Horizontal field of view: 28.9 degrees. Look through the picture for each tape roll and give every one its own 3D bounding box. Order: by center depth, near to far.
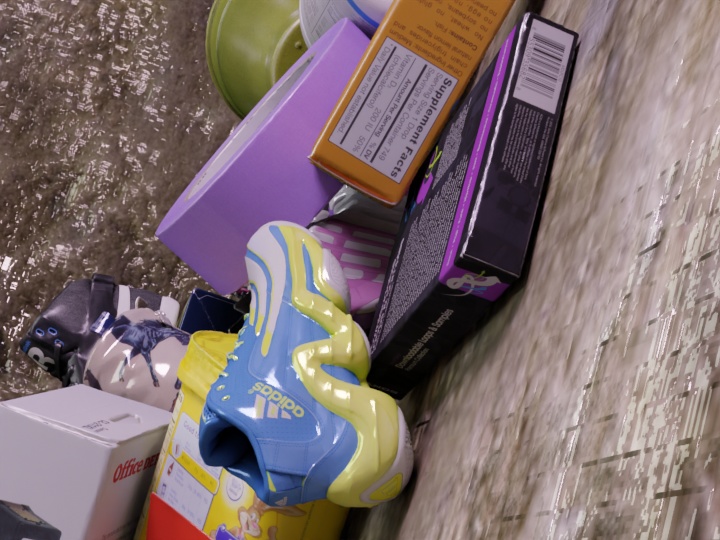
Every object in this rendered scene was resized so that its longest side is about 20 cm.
[{"bbox_3d":[-0.054,-0.079,0.971,0.200,0.066,0.200,-47,12,13],"label":"tape roll"}]

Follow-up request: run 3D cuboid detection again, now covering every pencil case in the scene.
[{"bbox_3d":[-0.102,0.091,0.992,0.090,0.198,0.078,-68,-21,-3],"label":"pencil case"}]

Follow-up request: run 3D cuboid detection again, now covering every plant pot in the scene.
[{"bbox_3d":[-0.042,-0.208,1.365,0.193,0.198,0.203,-127,56,-68],"label":"plant pot"}]

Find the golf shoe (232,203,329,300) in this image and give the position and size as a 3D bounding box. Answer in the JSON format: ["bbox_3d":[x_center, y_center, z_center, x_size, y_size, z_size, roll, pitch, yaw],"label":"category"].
[{"bbox_3d":[-0.061,-0.008,1.204,0.093,0.072,0.200,-66,17,-12],"label":"golf shoe"}]

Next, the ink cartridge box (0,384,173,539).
[{"bbox_3d":[-0.197,0.183,0.900,0.146,0.082,0.203,2,-74,-80],"label":"ink cartridge box"}]

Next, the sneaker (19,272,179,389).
[{"bbox_3d":[-0.219,0.097,1.080,0.073,0.111,0.202,122,165,-56],"label":"sneaker"}]

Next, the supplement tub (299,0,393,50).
[{"bbox_3d":[0.028,-0.216,1.031,0.200,0.130,0.134,152,137,-79],"label":"supplement tub"}]

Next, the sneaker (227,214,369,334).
[{"bbox_3d":[-0.031,-0.017,1.058,0.060,0.103,0.201,118,169,-47],"label":"sneaker"}]

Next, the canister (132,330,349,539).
[{"bbox_3d":[-0.077,0.160,0.877,0.148,0.086,0.202,30,105,45],"label":"canister"}]

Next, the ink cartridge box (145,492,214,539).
[{"bbox_3d":[-0.114,0.255,0.809,0.159,0.047,0.203,26,109,45],"label":"ink cartridge box"}]

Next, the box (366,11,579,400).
[{"bbox_3d":[0.053,-0.026,0.757,0.200,0.036,0.145,128,161,-63],"label":"box"}]

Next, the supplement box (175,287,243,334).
[{"bbox_3d":[-0.116,0.148,1.147,0.200,0.133,0.202,133,155,-71],"label":"supplement box"}]

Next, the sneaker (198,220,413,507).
[{"bbox_3d":[-0.050,0.049,0.771,0.201,0.104,0.076,-122,28,-43],"label":"sneaker"}]

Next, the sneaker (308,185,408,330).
[{"bbox_3d":[0.000,0.000,0.935,0.201,0.079,0.089,-74,1,-65],"label":"sneaker"}]

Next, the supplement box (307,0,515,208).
[{"bbox_3d":[0.043,-0.138,0.840,0.201,0.068,0.067,-58,2,2],"label":"supplement box"}]
